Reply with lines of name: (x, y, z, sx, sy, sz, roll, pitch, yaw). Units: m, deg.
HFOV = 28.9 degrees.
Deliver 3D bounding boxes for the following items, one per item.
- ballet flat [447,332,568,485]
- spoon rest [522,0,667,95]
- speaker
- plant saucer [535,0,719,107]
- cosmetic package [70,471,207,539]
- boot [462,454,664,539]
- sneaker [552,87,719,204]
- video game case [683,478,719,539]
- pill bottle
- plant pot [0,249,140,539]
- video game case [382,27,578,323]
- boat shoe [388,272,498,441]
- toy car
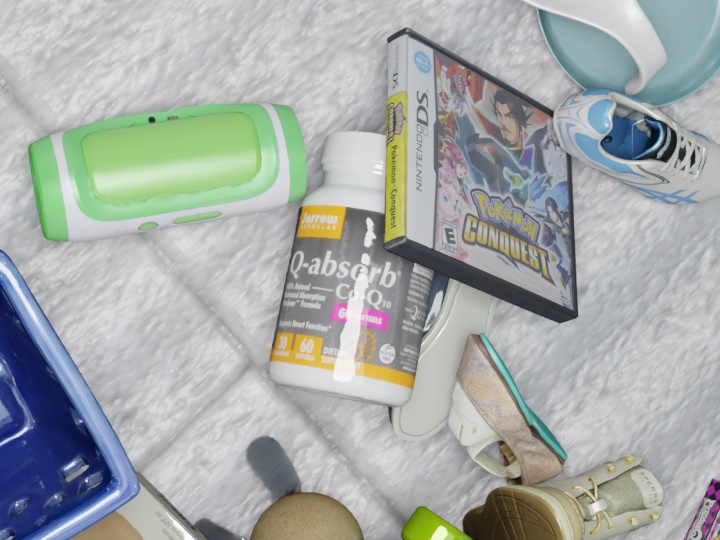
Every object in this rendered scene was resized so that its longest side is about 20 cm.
ballet flat: (0.111, 0.126, 1.139, 0.067, 0.068, 0.200, -33, 134, 4)
spoon rest: (0.181, -0.227, 1.128, 0.099, 0.061, 0.200, -47, 107, -7)
speaker: (-0.146, -0.075, 1.062, 0.200, 0.088, 0.089, -10, 99, -15)
plant saucer: (0.235, -0.238, 1.187, 0.200, 0.027, 0.201, -2, 97, -16)
cosmetic package: (-0.211, 0.259, 1.070, 0.105, 0.071, 0.200, 42, 82, 7)
boot: (0.180, 0.194, 1.136, 0.154, 0.200, 0.072, -14, 78, -16)
sneaker: (0.249, -0.099, 1.173, 0.200, 0.072, 0.072, 16, 91, -34)
video game case: (0.369, 0.312, 1.284, 0.200, 0.036, 0.182, 26, 88, -18)
pill bottle: (0.000, 0.000, 1.091, 0.116, 0.116, 0.200, 12, 82, -18)
plant pot: (-0.294, 0.104, 0.987, 0.200, 0.180, 0.200, -29, 103, -11)
video game case: (0.097, -0.071, 1.089, 0.200, 0.025, 0.181, 22, 59, -38)
boat shoe: (0.064, 0.040, 1.147, 0.075, 0.062, 0.200, 9, 103, -33)
toy car: (-0.034, 0.233, 1.127, 0.200, 0.158, 0.164, 33, 82, 11)
